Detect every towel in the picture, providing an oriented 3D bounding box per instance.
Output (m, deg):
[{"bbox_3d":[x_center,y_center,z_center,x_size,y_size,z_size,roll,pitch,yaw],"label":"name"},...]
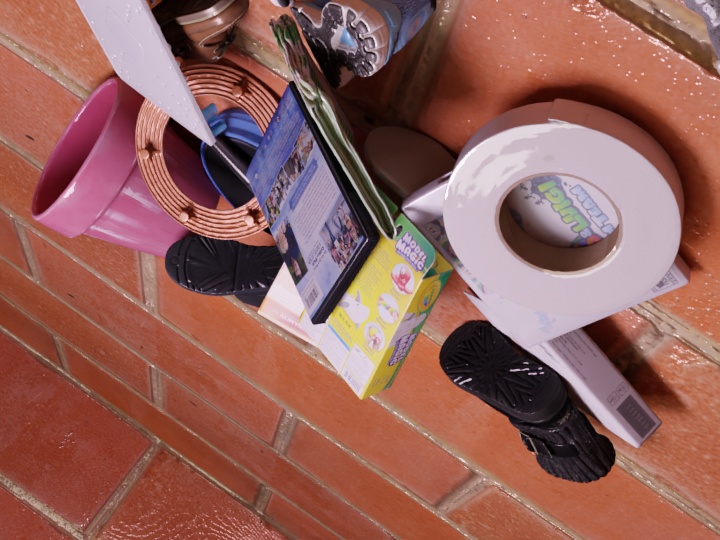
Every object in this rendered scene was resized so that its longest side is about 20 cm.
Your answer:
[{"bbox_3d":[-0.024,-0.133,0.895,0.153,0.023,0.200,59,-175,-35],"label":"towel"}]

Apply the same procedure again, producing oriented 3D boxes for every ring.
[{"bbox_3d":[-0.164,-0.128,1.123,0.200,0.019,0.201,7,111,18],"label":"ring"}]

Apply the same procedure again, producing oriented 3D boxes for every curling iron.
[{"bbox_3d":[-0.107,-0.099,1.142,0.200,0.026,0.050,43,134,-1],"label":"curling iron"}]

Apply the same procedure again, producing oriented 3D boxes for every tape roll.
[{"bbox_3d":[0.169,-0.049,0.859,0.202,0.037,0.203,12,132,13],"label":"tape roll"}]

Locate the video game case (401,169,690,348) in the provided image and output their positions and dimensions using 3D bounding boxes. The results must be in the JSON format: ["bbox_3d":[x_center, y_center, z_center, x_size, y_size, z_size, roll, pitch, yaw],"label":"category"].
[{"bbox_3d":[0.166,-0.028,0.919,0.182,0.024,0.200,-28,116,37],"label":"video game case"}]

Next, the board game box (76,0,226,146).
[{"bbox_3d":[-0.226,-0.239,1.012,0.200,0.026,0.200,37,160,38],"label":"board game box"}]

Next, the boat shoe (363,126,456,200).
[{"bbox_3d":[0.083,-0.062,0.992,0.201,0.070,0.072,33,148,-1],"label":"boat shoe"}]

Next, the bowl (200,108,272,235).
[{"bbox_3d":[-0.105,-0.104,1.204,0.200,0.039,0.201,29,154,16],"label":"bowl"}]

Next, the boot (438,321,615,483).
[{"bbox_3d":[0.191,0.157,1.191,0.158,0.079,0.211,47,175,-36],"label":"boot"}]

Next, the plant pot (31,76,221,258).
[{"bbox_3d":[-0.281,-0.109,1.266,0.179,0.201,0.200,32,160,-29],"label":"plant pot"}]

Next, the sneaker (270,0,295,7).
[{"bbox_3d":[-0.115,-0.307,0.825,0.115,0.076,0.200,27,154,27],"label":"sneaker"}]

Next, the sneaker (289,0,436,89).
[{"bbox_3d":[0.007,-0.203,0.837,0.079,0.090,0.200,62,169,-20],"label":"sneaker"}]

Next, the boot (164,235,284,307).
[{"bbox_3d":[-0.148,0.008,1.302,0.198,0.074,0.162,1,169,-8],"label":"boot"}]

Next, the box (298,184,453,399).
[{"bbox_3d":[0.014,0.016,0.993,0.117,0.048,0.200,49,137,26],"label":"box"}]

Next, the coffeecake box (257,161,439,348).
[{"bbox_3d":[0.000,0.000,1.094,0.153,0.073,0.200,30,129,-2],"label":"coffeecake box"}]

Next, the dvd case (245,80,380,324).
[{"bbox_3d":[-0.052,-0.067,1.005,0.143,0.018,0.200,-56,50,45],"label":"dvd case"}]

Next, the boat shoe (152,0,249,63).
[{"bbox_3d":[-0.148,-0.242,0.986,0.068,0.072,0.200,50,166,-27],"label":"boat shoe"}]

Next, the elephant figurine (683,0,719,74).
[{"bbox_3d":[0.284,-0.097,0.621,0.155,0.142,0.200,-8,119,19],"label":"elephant figurine"}]

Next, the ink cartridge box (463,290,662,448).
[{"bbox_3d":[0.220,0.093,1.122,0.200,0.044,0.174,46,177,-21],"label":"ink cartridge box"}]
